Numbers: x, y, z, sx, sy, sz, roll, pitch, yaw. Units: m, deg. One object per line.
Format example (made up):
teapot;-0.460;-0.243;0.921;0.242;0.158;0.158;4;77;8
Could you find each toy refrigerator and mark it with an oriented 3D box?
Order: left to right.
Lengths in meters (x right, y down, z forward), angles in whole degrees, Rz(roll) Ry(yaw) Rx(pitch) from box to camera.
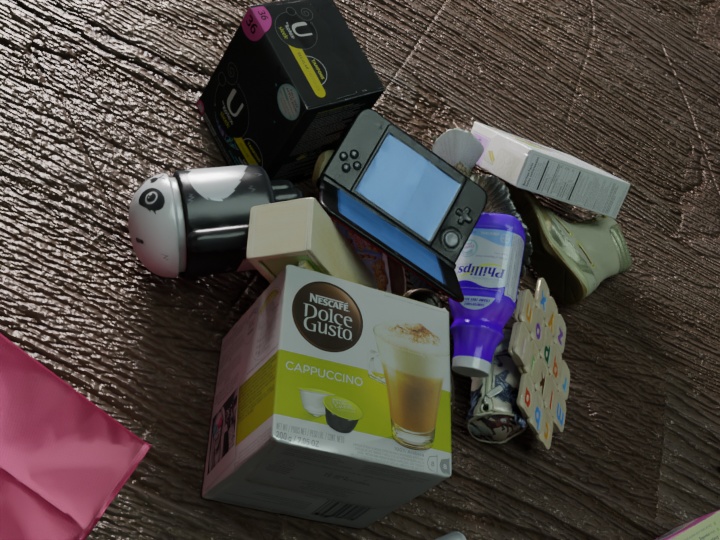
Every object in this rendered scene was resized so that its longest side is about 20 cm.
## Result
toy refrigerator;-0.050;0.001;1.149;0.200;0.075;0.071;53;35;-57

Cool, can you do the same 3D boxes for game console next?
game console;0.058;-0.080;1.198;0.199;0.119;0.173;34;75;-14

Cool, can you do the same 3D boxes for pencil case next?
pencil case;0.173;0.114;1.320;0.077;0.090;0.201;-3;59;10

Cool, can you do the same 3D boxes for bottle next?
bottle;0.152;0.030;1.278;0.065;0.083;0.202;44;54;-59

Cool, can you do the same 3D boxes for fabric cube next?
fabric cube;-0.342;0.199;0.912;0.199;0.196;0.200;39;50;-7

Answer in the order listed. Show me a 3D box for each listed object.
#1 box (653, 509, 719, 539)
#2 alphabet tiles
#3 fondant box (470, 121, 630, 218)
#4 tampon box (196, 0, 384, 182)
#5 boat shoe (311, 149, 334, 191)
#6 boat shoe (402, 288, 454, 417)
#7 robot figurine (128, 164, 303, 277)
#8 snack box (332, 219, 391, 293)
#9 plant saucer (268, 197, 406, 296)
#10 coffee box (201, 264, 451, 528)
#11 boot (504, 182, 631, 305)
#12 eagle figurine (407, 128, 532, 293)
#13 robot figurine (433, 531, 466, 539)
box;0.413;0.428;1.271;0.175;0.097;0.201;-15;71;-35
alphabet tiles;0.232;0.119;1.323;0.200;0.014;0.197;56;38;-43
fondant box;0.264;-0.143;1.474;0.199;0.059;0.144;14;15;-33
tampon box;-0.092;-0.217;1.288;0.126;0.200;0.151;-21;74;-36
boat shoe;0.007;-0.124;1.337;0.064;0.072;0.200;18;20;20
boat shoe;0.074;0.125;1.270;0.071;0.076;0.202;3;84;-12
robot figurine;-0.167;-0.059;1.190;0.198;0.150;0.126;-7;72;-17
snack box;0.000;0.000;1.286;0.071;0.024;0.202;7;60;-24
plant saucer;-0.036;0.003;1.301;0.199;0.034;0.202;13;57;-22
coffee box;-0.036;0.142;1.114;0.198;0.200;0.199;16;56;-21
boot;0.298;-0.059;1.503;0.154;0.072;0.201;-25;74;-40
eagle figurine;0.134;-0.073;1.385;0.150;0.151;0.201;23;46;-41
robot figurine;0.087;0.368;1.110;0.199;0.113;0.171;-13;109;-34
